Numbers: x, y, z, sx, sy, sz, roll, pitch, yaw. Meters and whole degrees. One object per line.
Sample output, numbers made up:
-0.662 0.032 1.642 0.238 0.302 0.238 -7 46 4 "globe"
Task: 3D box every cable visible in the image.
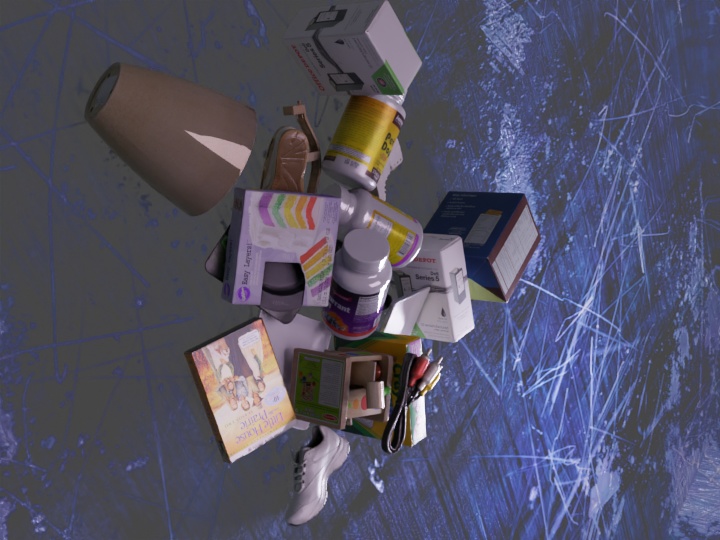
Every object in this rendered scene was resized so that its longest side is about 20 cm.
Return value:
0.089 0.229 1.621 0.097 0.050 0.201 54 53 -46 "cable"

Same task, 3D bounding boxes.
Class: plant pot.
-0.283 -0.207 1.299 0.200 0.187 0.188 30 70 -34 "plant pot"

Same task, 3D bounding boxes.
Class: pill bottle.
-0.005 0.023 1.626 0.111 0.111 0.200 -45 158 -39 "pill bottle"
0.014 -0.085 1.669 0.200 0.104 0.105 27 72 -35 "pill bottle"
0.013 -0.254 1.656 0.109 0.109 0.201 29 82 -49 "pill bottle"

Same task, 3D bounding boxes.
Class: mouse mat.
-0.151 -0.019 1.540 0.200 0.008 0.161 37 80 -31 "mouse mat"

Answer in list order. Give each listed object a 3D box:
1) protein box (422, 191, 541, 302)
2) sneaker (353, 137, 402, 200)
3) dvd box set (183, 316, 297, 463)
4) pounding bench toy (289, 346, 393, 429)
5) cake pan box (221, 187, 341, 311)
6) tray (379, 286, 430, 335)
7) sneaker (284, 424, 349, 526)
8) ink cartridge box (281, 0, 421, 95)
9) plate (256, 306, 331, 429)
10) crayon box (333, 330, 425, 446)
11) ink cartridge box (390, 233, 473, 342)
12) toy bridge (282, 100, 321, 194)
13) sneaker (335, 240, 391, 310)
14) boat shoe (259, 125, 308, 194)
0.250 -0.055 1.956 0.200 0.198 0.135 -55 133 -32 "protein box"
0.042 -0.183 1.779 0.115 0.073 0.201 -17 106 -46 "sneaker"
-0.196 0.197 1.507 0.146 0.029 0.201 -25 105 -34 "dvd box set"
-0.001 0.211 1.616 0.156 0.199 0.125 4 91 -51 "pounding bench toy"
-0.131 -0.034 1.514 0.183 0.052 0.201 4 100 -30 "cake pan box"
0.069 0.116 1.817 0.107 0.022 0.200 -24 145 -42 "tray"
-0.097 0.378 1.682 0.087 0.074 0.200 47 51 -30 "sneaker"
-0.016 -0.383 1.580 0.146 0.199 0.084 51 58 -41 "ink cartridge box"
-0.141 0.172 1.618 0.199 0.032 0.201 26 74 -51 "plate"
0.037 0.221 1.737 0.058 0.172 0.201 -18 108 -49 "crayon box"
0.141 0.033 1.858 0.084 0.145 0.201 -30 117 -45 "ink cartridge box"
-0.099 -0.205 1.632 0.067 0.027 0.201 -21 110 -51 "toy bridge"
0.000 0.000 1.732 0.076 0.091 0.200 -57 132 -30 "sneaker"
-0.135 -0.151 1.553 0.073 0.069 0.201 7 112 -25 "boat shoe"
